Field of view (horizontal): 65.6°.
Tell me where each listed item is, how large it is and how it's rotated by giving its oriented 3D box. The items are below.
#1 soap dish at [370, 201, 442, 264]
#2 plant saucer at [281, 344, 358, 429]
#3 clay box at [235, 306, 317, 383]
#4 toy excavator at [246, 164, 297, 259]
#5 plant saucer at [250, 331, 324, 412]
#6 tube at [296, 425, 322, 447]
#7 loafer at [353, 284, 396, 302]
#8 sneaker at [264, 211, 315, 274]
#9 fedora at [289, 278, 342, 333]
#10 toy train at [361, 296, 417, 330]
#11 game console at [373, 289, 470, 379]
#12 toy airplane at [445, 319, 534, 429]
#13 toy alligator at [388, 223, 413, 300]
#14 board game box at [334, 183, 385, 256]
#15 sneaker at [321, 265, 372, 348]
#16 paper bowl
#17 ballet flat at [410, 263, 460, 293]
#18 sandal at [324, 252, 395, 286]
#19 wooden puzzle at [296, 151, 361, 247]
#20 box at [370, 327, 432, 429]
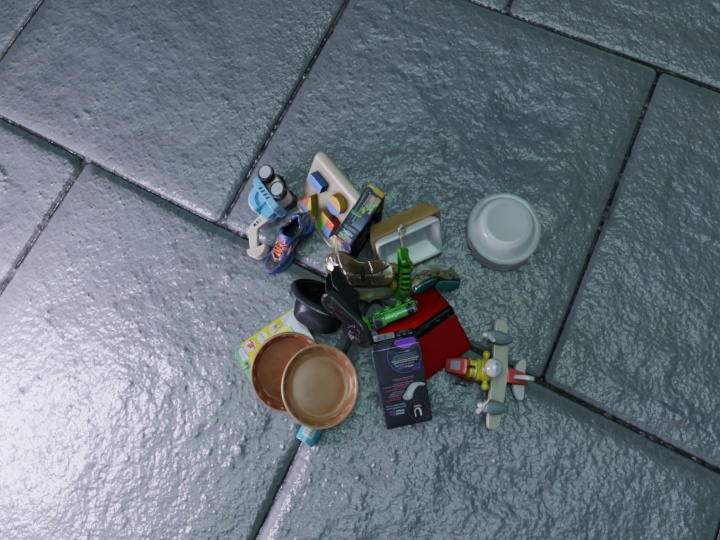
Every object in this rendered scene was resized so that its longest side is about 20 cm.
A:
[{"bbox_3d":[0.120,-0.084,1.489,0.195,0.159,0.082,-24,53,-4],"label":"soap dish"},{"bbox_3d":[-0.102,0.289,1.393,0.193,0.037,0.207,3,78,-13],"label":"plant saucer"},{"bbox_3d":[-0.223,0.204,1.477,0.197,0.048,0.116,-34,76,-5],"label":"clay box"},{"bbox_3d":[-0.271,-0.161,1.578,0.199,0.100,0.196,-40,72,6],"label":"toy excavator"},{"bbox_3d":[-0.183,0.258,1.430,0.193,0.032,0.208,-1,96,-13],"label":"plant saucer"},{"bbox_3d":[-0.091,0.346,1.424,0.077,0.050,0.203,38,75,-23],"label":"tube"},{"bbox_3d":[0.010,0.048,1.483,0.193,0.070,0.077,3,42,-3],"label":"loafer"},{"bbox_3d":[-0.207,-0.081,1.533,0.075,0.078,0.203,35,96,20],"label":"sneaker"},{"bbox_3d":[-0.103,0.104,1.454,0.197,0.200,0.094,29,108,12],"label":"fedora"},{"bbox_3d":[0.058,0.124,1.443,0.195,0.057,0.043,-23,105,6],"label":"toy train"},{"bbox_3d":[0.161,0.170,1.475,0.197,0.120,0.173,-32,42,-6],"label":"game console"},{"bbox_3d":[0.332,0.252,1.372,0.197,0.142,0.202,-34,73,-7],"label":"toy airplane"},{"bbox_3d":[0.109,-0.011,1.408,0.058,0.054,0.206,-7,114,-24],"label":"toy alligator"},{"bbox_3d":[-0.002,-0.115,1.477,0.056,0.200,0.168,31,78,7],"label":"board game box"},{"bbox_3d":[-0.024,0.088,1.369,0.200,0.060,0.104,47,37,4],"label":"sneaker"},{"bbox_3d":[0.384,-0.111,1.499,0.193,0.105,0.208,-1,74,5],"label":"paper bowl"},{"bbox_3d":[0.184,0.017,1.452,0.068,0.196,0.077,-47,60,36],"label":"ballet flat"},{"bbox_3d":[0.000,0.000,1.428,0.194,0.054,0.083,6,94,19],"label":"sandal"},{"bbox_3d":[-0.098,-0.187,1.522,0.046,0.202,0.186,-24,67,-42],"label":"wooden puzzle"},{"bbox_3d":[0.098,0.262,1.364,0.118,0.106,0.207,-11,102,1],"label":"box"}]
